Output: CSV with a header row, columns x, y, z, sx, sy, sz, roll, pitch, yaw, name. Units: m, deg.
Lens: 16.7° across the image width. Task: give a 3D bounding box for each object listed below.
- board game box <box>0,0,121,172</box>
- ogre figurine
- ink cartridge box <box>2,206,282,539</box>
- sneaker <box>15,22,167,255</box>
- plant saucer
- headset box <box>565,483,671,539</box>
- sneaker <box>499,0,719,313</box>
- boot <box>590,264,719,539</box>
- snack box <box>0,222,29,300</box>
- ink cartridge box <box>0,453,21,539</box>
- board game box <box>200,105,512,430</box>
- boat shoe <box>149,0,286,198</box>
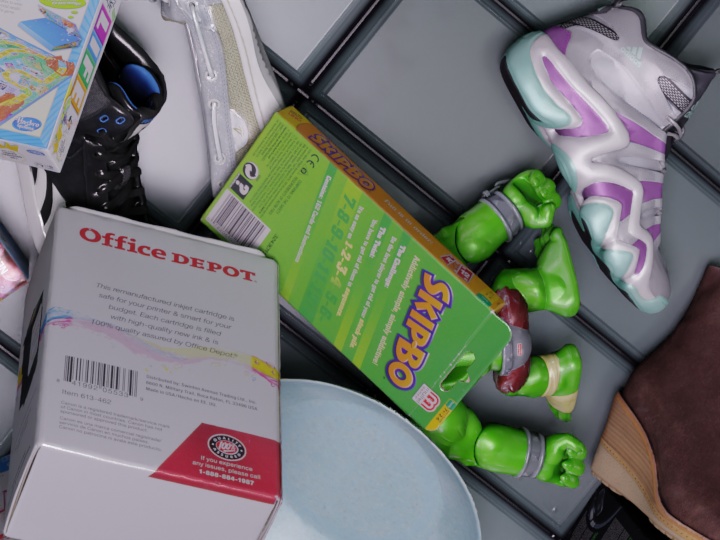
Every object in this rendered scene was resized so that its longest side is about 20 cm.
x,y,z,sx,sy,sz,roll,pitch,yaw,name
-0.252,-0.145,1.460,0.199,0.034,0.135,14,71,12,board game box
0.080,0.043,1.578,0.119,0.098,0.201,-8,116,-17,ogre figurine
-0.126,0.071,1.450,0.145,0.201,0.083,14,131,-14,ink cartridge box
-0.155,-0.064,1.508,0.073,0.112,0.201,-36,108,-44,sneaker
-0.009,0.141,1.579,0.200,0.039,0.202,15,130,19,plant saucer
0.227,0.239,1.585,0.174,0.200,0.093,28,97,-12,headset box
0.191,-0.083,1.577,0.139,0.078,0.201,-28,104,-1,sneaker
0.244,0.099,1.567,0.072,0.200,0.167,29,95,-42,boot
-0.333,-0.010,1.524,0.200,0.068,0.169,-34,102,2,snack box
-0.217,0.214,1.518,0.147,0.200,0.145,-22,104,-3,ink cartridge box
0.000,0.000,1.508,0.200,0.030,0.096,44,120,11,board game box
-0.097,-0.143,1.529,0.064,0.074,0.203,-22,112,-2,boat shoe
